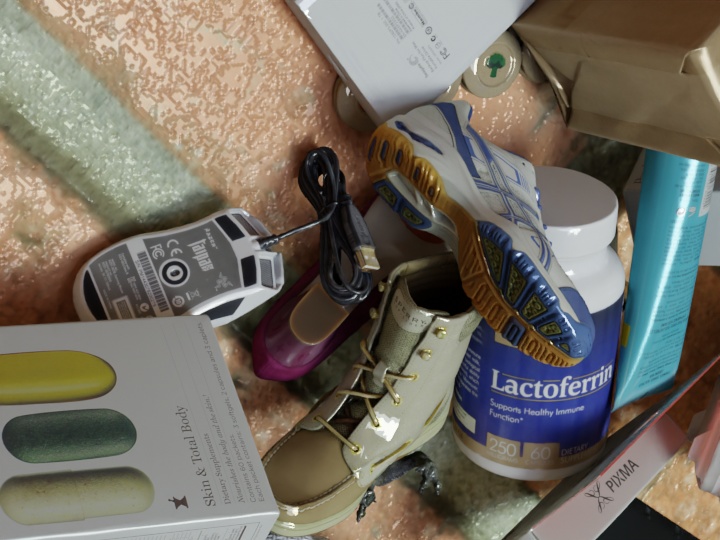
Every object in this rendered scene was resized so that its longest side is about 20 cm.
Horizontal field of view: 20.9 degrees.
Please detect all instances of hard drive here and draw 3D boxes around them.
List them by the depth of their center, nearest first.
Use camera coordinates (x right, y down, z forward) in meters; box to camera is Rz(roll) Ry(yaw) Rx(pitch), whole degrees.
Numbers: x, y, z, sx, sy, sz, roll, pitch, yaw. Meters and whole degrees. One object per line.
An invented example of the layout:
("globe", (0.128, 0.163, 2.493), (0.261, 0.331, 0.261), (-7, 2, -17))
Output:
("hard drive", (0.056, -0.200, 1.274), (0.200, 0.026, 0.132), (-45, 128, -8))

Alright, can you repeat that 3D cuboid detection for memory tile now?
("memory tile", (0.066, -0.182, 1.316), (0.199, 0.017, 0.155), (-17, 120, -26))

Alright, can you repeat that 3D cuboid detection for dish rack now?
("dish rack", (0.291, 0.090, 1.509), (0.200, 0.043, 0.173), (-12, 121, -81))

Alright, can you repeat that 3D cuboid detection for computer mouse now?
("computer mouse", (-0.090, -0.003, 1.264), (0.198, 0.110, 0.044), (-19, 160, -13))

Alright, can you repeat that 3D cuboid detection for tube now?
("tube", (0.212, -0.001, 1.363), (0.077, 0.050, 0.202), (-12, 116, -41))

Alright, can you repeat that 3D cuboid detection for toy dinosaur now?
("toy dinosaur", (0.005, 0.137, 1.380), (0.199, 0.088, 0.048), (-33, 124, -16))

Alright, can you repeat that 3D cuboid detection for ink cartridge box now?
("ink cartridge box", (0.183, 0.156, 1.430), (0.200, 0.044, 0.174), (-36, 174, -45))

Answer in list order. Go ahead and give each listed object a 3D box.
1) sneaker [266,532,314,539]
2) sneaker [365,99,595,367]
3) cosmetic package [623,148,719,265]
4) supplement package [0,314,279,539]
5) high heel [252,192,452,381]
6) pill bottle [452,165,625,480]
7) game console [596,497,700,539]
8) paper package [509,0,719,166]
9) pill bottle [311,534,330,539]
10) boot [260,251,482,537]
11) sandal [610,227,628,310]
("sneaker", (-0.107, 0.247, 1.309), (0.200, 0.115, 0.075), (-39, 88, -7))
("sneaker", (0.095, -0.032, 1.254), (0.088, 0.200, 0.075), (-31, 166, -33))
("cosmetic package", (0.298, -0.059, 1.398), (0.102, 0.198, 0.074), (-59, 141, -43))
("supplement package", (-0.181, 0.134, 1.178), (0.198, 0.153, 0.151), (-3, 142, -29))
("high heel", (0.000, 0.000, 1.353), (0.200, 0.096, 0.068), (-37, 88, -30))
("pill bottle", (0.126, 0.036, 1.375), (0.115, 0.116, 0.202), (-14, 122, -27))
("game console", (0.194, 0.290, 1.623), (0.175, 0.117, 0.200), (-35, 133, 24))
("paper package", (0.235, -0.181, 1.305), (0.200, 0.190, 0.104), (-47, 124, -18))
("pill bottle", (0.005, 0.281, 1.433), (0.200, 0.112, 0.112), (38, 89, -39))
("boot", (0.008, 0.077, 1.284), (0.200, 0.072, 0.155), (-33, 154, -43))
("sandal", (0.167, 0.027, 1.456), (0.081, 0.055, 0.202), (-18, 120, -26))
